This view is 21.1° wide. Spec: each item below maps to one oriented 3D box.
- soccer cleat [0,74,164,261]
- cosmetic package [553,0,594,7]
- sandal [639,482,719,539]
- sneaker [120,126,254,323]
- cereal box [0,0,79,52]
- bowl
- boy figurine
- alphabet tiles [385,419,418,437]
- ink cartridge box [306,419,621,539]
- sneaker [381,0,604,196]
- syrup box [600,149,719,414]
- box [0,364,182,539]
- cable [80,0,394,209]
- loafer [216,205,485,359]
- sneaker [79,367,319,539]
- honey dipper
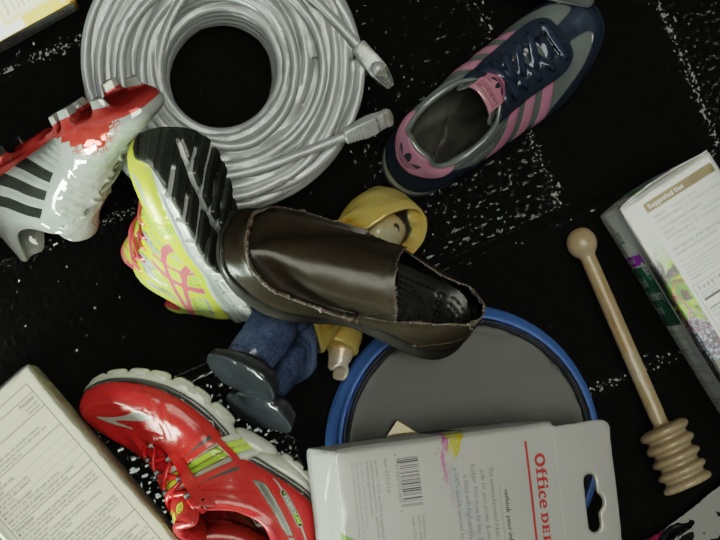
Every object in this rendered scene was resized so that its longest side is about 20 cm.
[{"bbox_3d":[-0.191,-0.067,1.310,0.086,0.199,0.069,59,40,-9],"label":"soccer cleat"},{"bbox_3d":[0.112,-0.306,1.310,0.163,0.200,0.166,12,74,-2],"label":"cosmetic package"},{"bbox_3d":[0.220,0.217,1.374,0.200,0.045,0.075,-40,90,-5],"label":"sandal"},{"bbox_3d":[-0.127,-0.022,1.302,0.089,0.201,0.079,-1,55,16],"label":"sneaker"},{"bbox_3d":[-0.319,-0.202,1.365,0.199,0.040,0.145,-29,89,-5],"label":"cereal box"},{"bbox_3d":[0.075,0.125,1.373,0.198,0.039,0.203,0,86,-4],"label":"bowl"},{"bbox_3d":[-0.023,0.021,1.341,0.064,0.125,0.200,14,50,36],"label":"boy figurine"},{"bbox_3d":[0.062,0.229,1.343,0.199,0.008,0.168,34,85,-2],"label":"alphabet tiles"},{"bbox_3d":[0.071,0.165,1.298,0.198,0.067,0.118,-5,87,-18],"label":"ink cartridge box"},{"bbox_3d":[0.102,-0.127,1.368,0.200,0.082,0.070,-43,88,-9],"label":"sneaker"},{"bbox_3d":[0.258,0.022,1.372,0.081,0.079,0.201,-32,89,-5],"label":"syrup box"},{"bbox_3d":[-0.196,0.168,1.331,0.095,0.078,0.200,-39,90,-5],"label":"box"},{"bbox_3d":[-0.096,-0.141,1.363,0.199,0.069,0.201,-31,89,-4],"label":"cable"},{"bbox_3d":[0.000,0.000,1.271,0.199,0.071,0.074,17,67,-28],"label":"loafer"},{"bbox_3d":[-0.112,0.139,1.312,0.199,0.077,0.085,30,54,8],"label":"sneaker"},{"bbox_3d":[0.196,0.062,1.390,0.038,0.038,0.202,-22,84,-5],"label":"honey dipper"}]
